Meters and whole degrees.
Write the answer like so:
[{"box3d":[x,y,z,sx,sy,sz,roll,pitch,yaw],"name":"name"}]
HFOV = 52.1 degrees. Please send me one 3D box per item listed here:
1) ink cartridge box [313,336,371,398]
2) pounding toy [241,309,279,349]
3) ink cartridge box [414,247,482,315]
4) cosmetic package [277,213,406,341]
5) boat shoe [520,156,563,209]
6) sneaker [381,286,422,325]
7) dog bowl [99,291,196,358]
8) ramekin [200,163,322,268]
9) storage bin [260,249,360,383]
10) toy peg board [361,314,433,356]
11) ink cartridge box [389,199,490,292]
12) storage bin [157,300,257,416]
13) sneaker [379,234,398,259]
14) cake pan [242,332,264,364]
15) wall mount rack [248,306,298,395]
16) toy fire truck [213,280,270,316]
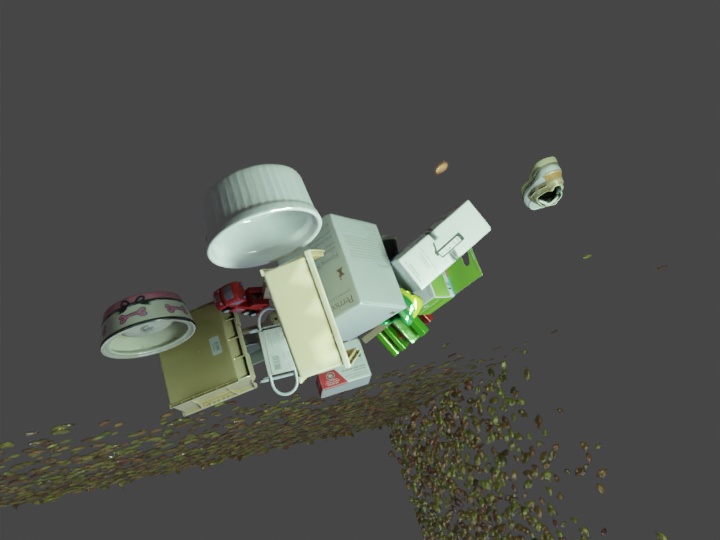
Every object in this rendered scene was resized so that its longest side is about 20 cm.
[{"box3d":[-0.070,0.227,2.026,0.142,0.202,0.084,-15,157,-13],"name":"ink cartridge box"},{"box3d":[-0.185,0.144,1.833,0.183,0.143,0.200,-25,167,-30],"name":"pounding toy"},{"box3d":[0.174,-0.005,1.731,0.075,0.149,0.200,-2,153,-39],"name":"ink cartridge box"},{"box3d":[-0.040,0.019,1.502,0.166,0.202,0.165,-32,157,29],"name":"cosmetic package"},{"box3d":[0.404,-0.173,1.631,0.074,0.069,0.200,-20,161,0],"name":"boat shoe"},{"box3d":[0.038,0.069,1.575,0.198,0.085,0.074,12,164,40],"name":"sneaker"},{"box3d":[-0.448,0.112,1.538,0.197,0.075,0.201,-17,160,-6],"name":"dog bowl"},{"box3d":[-0.172,-0.093,1.235,0.198,0.099,0.201,-18,161,-6],"name":"ramekin"},{"box3d":[-0.082,0.075,1.299,0.093,0.202,0.199,-21,180,6],"name":"storage bin"},{"box3d":[0.133,0.126,1.981,0.199,0.098,0.200,-42,180,-45],"name":"toy peg board"},{"box3d":[0.160,-0.048,1.555,0.199,0.085,0.146,-41,-177,-11],"name":"ink cartridge box"},{"box3d":[-0.348,0.191,1.657,0.196,0.202,0.094,-21,158,4],"name":"storage bin"},{"box3d":[0.000,0.000,1.645,0.198,0.100,0.071,-21,162,7],"name":"sneaker"},{"box3d":[-0.315,0.220,2.005,0.198,0.037,0.201,-18,160,-6],"name":"cake pan"},{"box3d":[-0.158,0.175,1.674,0.171,0.203,0.075,-13,177,-2],"name":"wall mount rack"},{"box3d":[-0.214,0.050,1.641,0.140,0.049,0.199,-30,157,25],"name":"toy fire truck"}]
